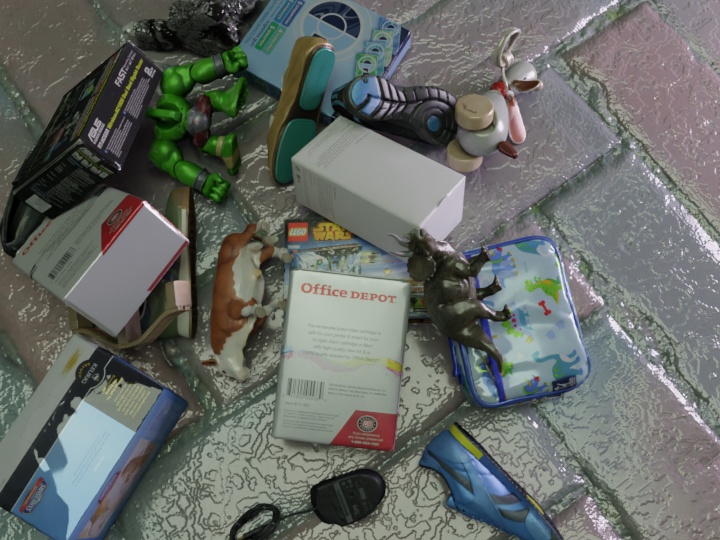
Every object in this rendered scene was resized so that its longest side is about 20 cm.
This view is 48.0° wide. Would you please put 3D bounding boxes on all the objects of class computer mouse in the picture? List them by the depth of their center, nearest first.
[{"bbox_3d":[-0.064,0.289,0.977,0.199,0.034,0.059,-18,91,1],"label":"computer mouse"}]

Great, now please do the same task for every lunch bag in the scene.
[{"bbox_3d":[0.184,0.066,1.000,0.160,0.082,0.201,-10,81,-4],"label":"lunch bag"}]

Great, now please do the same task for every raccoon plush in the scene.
[{"bbox_3d":[-0.235,-0.389,1.150,0.199,0.097,0.134,8,66,4],"label":"raccoon plush"}]

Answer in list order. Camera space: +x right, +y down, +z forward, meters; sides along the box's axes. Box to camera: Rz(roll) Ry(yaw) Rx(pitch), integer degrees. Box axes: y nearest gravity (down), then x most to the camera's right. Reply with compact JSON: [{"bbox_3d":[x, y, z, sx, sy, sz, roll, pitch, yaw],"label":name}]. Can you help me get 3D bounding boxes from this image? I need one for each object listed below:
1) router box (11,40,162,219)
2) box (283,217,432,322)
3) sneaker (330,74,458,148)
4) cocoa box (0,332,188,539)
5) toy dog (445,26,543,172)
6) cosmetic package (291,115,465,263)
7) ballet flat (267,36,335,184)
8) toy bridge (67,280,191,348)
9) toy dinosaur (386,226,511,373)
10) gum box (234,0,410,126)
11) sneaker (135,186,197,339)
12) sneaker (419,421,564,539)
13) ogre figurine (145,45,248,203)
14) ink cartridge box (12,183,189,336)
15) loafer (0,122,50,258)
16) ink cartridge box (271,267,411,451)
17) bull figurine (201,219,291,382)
[{"bbox_3d":[-0.342,-0.179,1.025,0.150,0.062,0.200,-26,40,34],"label":"router box"},{"bbox_3d":[0.000,0.000,1.052,0.199,0.040,0.137,-1,74,1],"label":"box"},{"bbox_3d":[0.055,-0.215,1.081,0.199,0.082,0.073,14,88,-30],"label":"sneaker"},{"bbox_3d":[-0.319,0.201,0.949,0.131,0.133,0.200,29,76,8],"label":"cocoa box"},{"bbox_3d":[0.195,-0.207,1.067,0.096,0.132,0.200,30,76,19],"label":"toy dog"},{"bbox_3d":[0.022,-0.103,1.025,0.200,0.085,0.108,32,59,23],"label":"cosmetic package"},{"bbox_3d":[-0.087,-0.216,1.083,0.063,0.069,0.201,37,113,37],"label":"ballet flat"},{"bbox_3d":[-0.288,0.062,0.998,0.199,0.027,0.067,-13,82,31],"label":"toy bridge"},{"bbox_3d":[0.113,0.027,0.940,0.102,0.077,0.201,-20,105,10],"label":"toy dinosaur"},{"bbox_3d":[-0.056,-0.307,1.142,0.200,0.045,0.170,29,77,10],"label":"gum box"},{"bbox_3d":[-0.259,-0.010,1.041,0.089,0.067,0.201,-2,80,-3],"label":"sneaker"},{"bbox_3d":[0.156,0.275,0.960,0.200,0.066,0.078,44,90,13],"label":"sneaker"},{"bbox_3d":[-0.219,-0.201,1.082,0.119,0.098,0.201,10,111,6],"label":"ogre figurine"},{"bbox_3d":[-0.322,-0.023,0.989,0.200,0.084,0.144,21,70,49],"label":"ink cartridge box"},{"bbox_3d":[-0.426,-0.111,1.076,0.068,0.070,0.201,11,74,4],"label":"loafer"},{"bbox_3d":[-0.021,0.104,0.973,0.145,0.083,0.201,7,88,0],"label":"ink cartridge box"},{"bbox_3d":[-0.146,0.035,1.013,0.121,0.065,0.201,-23,60,39],"label":"bull figurine"}]
